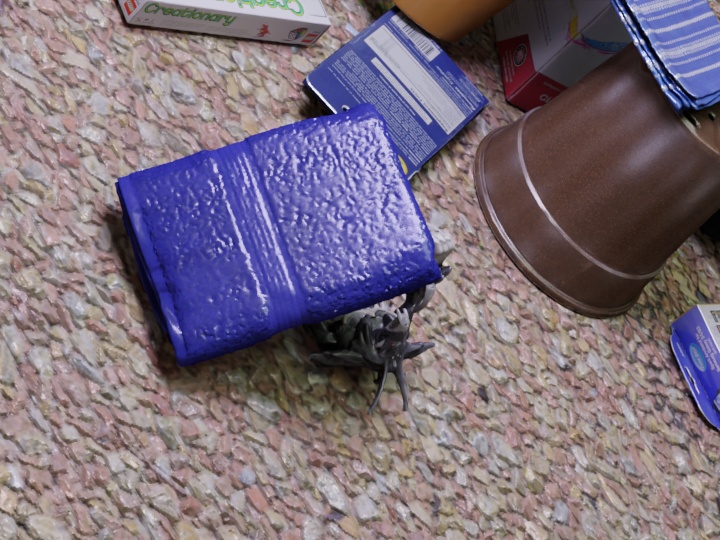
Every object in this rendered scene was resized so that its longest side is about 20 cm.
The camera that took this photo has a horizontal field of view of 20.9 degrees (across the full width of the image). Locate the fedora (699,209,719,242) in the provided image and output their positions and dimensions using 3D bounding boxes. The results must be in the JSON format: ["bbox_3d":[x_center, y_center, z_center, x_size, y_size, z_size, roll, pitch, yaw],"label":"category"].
[{"bbox_3d":[0.373,-0.083,1.892,0.199,0.092,0.202,22,44,-22],"label":"fedora"}]

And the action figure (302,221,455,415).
[{"bbox_3d":[0.000,0.000,1.434,0.118,0.102,0.201,-7,63,-32],"label":"action figure"}]

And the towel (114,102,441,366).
[{"bbox_3d":[-0.058,-0.025,1.358,0.198,0.050,0.149,-18,70,-8],"label":"towel"}]

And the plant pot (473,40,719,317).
[{"bbox_3d":[0.235,-0.095,1.677,0.199,0.198,0.202,26,43,-27],"label":"plant pot"}]

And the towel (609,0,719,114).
[{"bbox_3d":[0.249,-0.226,1.606,0.144,0.024,0.201,-22,81,-53],"label":"towel"}]

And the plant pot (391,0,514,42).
[{"bbox_3d":[0.099,-0.309,1.715,0.200,0.183,0.201,39,20,-17],"label":"plant pot"}]

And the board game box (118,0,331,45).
[{"bbox_3d":[-0.124,-0.250,1.581,0.199,0.035,0.127,0,59,-46],"label":"board game box"}]

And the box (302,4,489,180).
[{"bbox_3d":[0.026,-0.144,1.642,0.121,0.032,0.200,48,34,-2],"label":"box"}]

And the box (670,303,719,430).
[{"bbox_3d":[0.362,0.089,1.777,0.199,0.041,0.120,1,58,-48],"label":"box"}]

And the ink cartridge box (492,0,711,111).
[{"bbox_3d":[0.217,-0.251,1.793,0.082,0.200,0.147,23,44,-30],"label":"ink cartridge box"}]
